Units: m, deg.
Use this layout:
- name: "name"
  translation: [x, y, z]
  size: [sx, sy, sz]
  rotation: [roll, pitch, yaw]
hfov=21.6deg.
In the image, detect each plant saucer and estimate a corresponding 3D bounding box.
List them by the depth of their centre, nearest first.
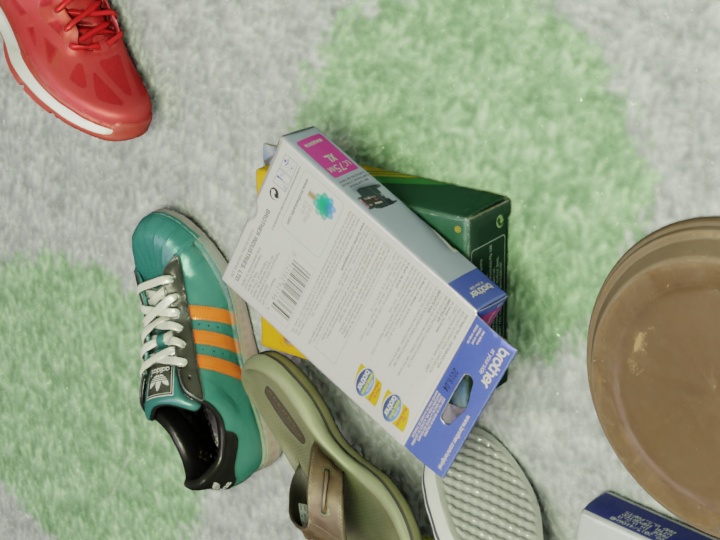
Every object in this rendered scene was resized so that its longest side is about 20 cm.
- name: "plant saucer"
  translation: [0.212, 0.069, 1.090]
  size: [0.199, 0.029, 0.202]
  rotation: [15, 116, 34]

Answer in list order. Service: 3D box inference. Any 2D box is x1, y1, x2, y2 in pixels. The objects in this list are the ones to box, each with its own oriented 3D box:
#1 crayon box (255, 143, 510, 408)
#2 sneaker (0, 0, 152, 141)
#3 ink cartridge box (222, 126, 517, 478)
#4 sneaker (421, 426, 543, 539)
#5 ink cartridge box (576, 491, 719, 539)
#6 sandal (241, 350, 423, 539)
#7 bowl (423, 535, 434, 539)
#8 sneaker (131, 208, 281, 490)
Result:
- name: "crayon box"
  translation: [0.000, 0.000, 1.220]
  size: [0.199, 0.051, 0.127]
  rotation: [15, 116, 35]
- name: "sneaker"
  translation: [-0.200, -0.190, 1.291]
  size: [0.200, 0.078, 0.116]
  rotation: [47, 132, 13]
- name: "ink cartridge box"
  translation: [0.010, 0.019, 1.159]
  size: [0.200, 0.042, 0.120]
  rotation: [43, 129, 21]
- name: "sneaker"
  translation: [0.081, 0.200, 1.194]
  size: [0.080, 0.078, 0.201]
  rotation: [-57, 46, 48]
- name: "ink cartridge box"
  translation: [0.213, 0.261, 1.159]
  size: [0.195, 0.043, 0.202]
  rotation: [20, 118, 32]
- name: "sandal"
  translation: [-0.027, 0.144, 1.243]
  size: [0.201, 0.057, 0.080]
  rotation: [51, 146, 19]
- name: "bowl"
  translation: [0.028, 0.292, 1.279]
  size: [0.199, 0.107, 0.202]
  rotation: [16, 117, 35]
- name: "sneaker"
  translation: [-0.121, 0.058, 1.323]
  size: [0.071, 0.080, 0.202]
  rotation: [-18, 96, 42]
